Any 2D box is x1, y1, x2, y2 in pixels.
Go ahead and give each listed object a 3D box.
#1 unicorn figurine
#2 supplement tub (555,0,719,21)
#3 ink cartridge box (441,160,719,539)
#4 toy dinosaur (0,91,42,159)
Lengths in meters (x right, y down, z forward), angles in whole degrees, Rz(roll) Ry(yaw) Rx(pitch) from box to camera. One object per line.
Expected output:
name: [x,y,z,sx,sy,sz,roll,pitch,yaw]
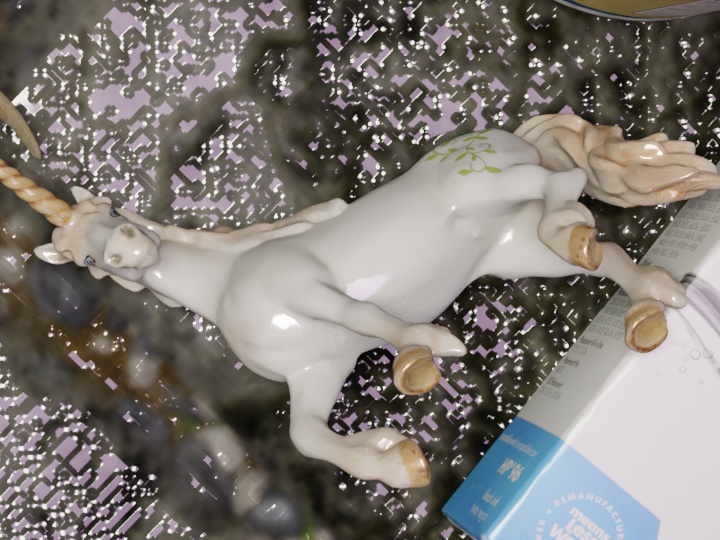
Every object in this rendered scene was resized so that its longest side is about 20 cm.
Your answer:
unicorn figurine: [0.000,0.000,0.868,0.200,0.137,0.074,-14,122,-28]
supplement tub: [0.099,-0.145,0.822,0.144,0.200,0.145,0,92,-8]
ink cartridge box: [0.134,0.035,0.901,0.116,0.068,0.200,39,87,-9]
toy dinosaur: [-0.177,-0.074,0.824,0.200,0.101,0.058,0,67,-24]
